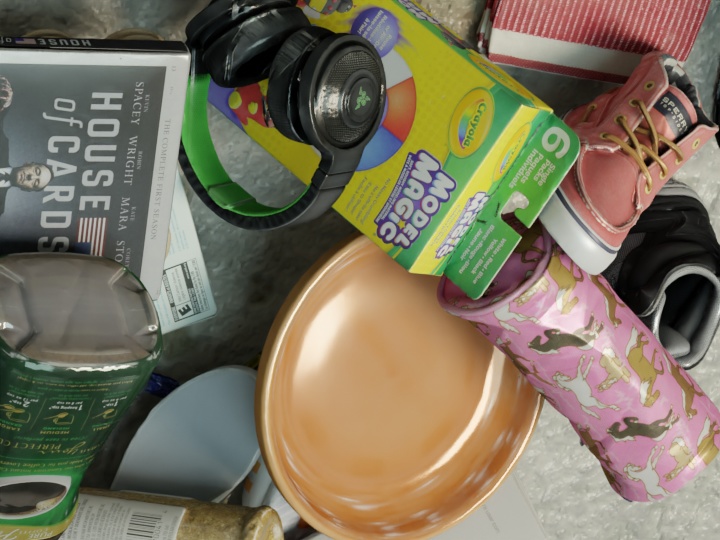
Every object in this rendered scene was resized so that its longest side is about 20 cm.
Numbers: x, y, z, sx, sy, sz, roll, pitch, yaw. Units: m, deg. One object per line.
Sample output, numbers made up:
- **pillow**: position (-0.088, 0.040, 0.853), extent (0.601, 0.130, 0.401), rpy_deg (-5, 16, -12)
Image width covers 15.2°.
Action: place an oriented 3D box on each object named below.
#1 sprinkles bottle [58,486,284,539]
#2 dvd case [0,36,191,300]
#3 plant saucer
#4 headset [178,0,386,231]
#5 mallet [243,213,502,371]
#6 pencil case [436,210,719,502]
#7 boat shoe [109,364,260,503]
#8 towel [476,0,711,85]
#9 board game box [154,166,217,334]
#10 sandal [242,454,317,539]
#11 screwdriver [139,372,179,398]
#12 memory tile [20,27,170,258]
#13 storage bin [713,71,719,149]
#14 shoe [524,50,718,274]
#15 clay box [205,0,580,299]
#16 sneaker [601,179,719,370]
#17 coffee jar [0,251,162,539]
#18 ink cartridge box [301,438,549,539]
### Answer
- **sprinkles bottle**: position (-0.147, 0.162, 1.586), extent (0.199, 0.068, 0.069), rpy_deg (5, 121, 16)
- **dvd case**: position (-0.196, -0.054, 1.443), extent (0.199, 0.025, 0.151), rpy_deg (0, 116, -19)
- **plant saucer**: position (0.021, 0.062, 1.574), extent (0.199, 0.037, 0.201), rpy_deg (-10, 109, -30)
- **headset**: position (-0.048, -0.114, 1.453), extent (0.094, 0.123, 0.201), rpy_deg (-11, 132, -50)
- **mallet**: position (0.000, 0.000, 1.636), extent (0.200, 0.066, 0.041), rpy_deg (-36, 126, 19)
- **pencil case**: position (0.128, 0.050, 1.561), extent (0.086, 0.083, 0.200), rpy_deg (-28, 126, 23)
- **boat shoe**: position (-0.112, 0.135, 1.643), extent (0.070, 0.066, 0.200), rpy_deg (36, 108, 10)
- **towel**: position (0.160, -0.206, 1.588), extent (0.143, 0.023, 0.201), rpy_deg (7, 116, -26)
- **board game box**: position (-0.197, -0.012, 1.534), extent (0.199, 0.064, 0.148), rpy_deg (-20, 121, -11)
- **sandal**: position (-0.026, 0.088, 1.645), extent (0.079, 0.059, 0.207), rpy_deg (-4, 124, -42)
- **screwdriver**: position (-0.098, 0.079, 1.641), extent (0.199, 0.029, 0.028), rpy_deg (21, 108, -28)
- **memory tile**: position (-0.197, -0.057, 1.465), extent (0.199, 0.017, 0.154), rpy_deg (-5, 117, -17)
- **storage bin**: position (0.291, -0.142, 1.602), extent (0.093, 0.135, 0.201), rpy_deg (-3, 118, -19)
- **shoe**: position (0.151, -0.069, 1.549), extent (0.091, 0.200, 0.072), rpy_deg (-38, 100, 18)
- **clay box**: position (0.017, -0.086, 1.500), extent (0.115, 0.200, 0.048), rpy_deg (-56, 154, 14)
- **sneaker**: position (0.144, 0.030, 1.653), extent (0.200, 0.114, 0.076), rpy_deg (-36, 123, 1)
- **coffee jar**: position (-0.188, 0.081, 1.481), extent (0.104, 0.086, 0.200), rpy_deg (2, 140, -29)
- **ink cartridge box**: position (0.020, 0.201, 1.680), extent (0.199, 0.084, 0.145), rpy_deg (-27, 161, -5)
